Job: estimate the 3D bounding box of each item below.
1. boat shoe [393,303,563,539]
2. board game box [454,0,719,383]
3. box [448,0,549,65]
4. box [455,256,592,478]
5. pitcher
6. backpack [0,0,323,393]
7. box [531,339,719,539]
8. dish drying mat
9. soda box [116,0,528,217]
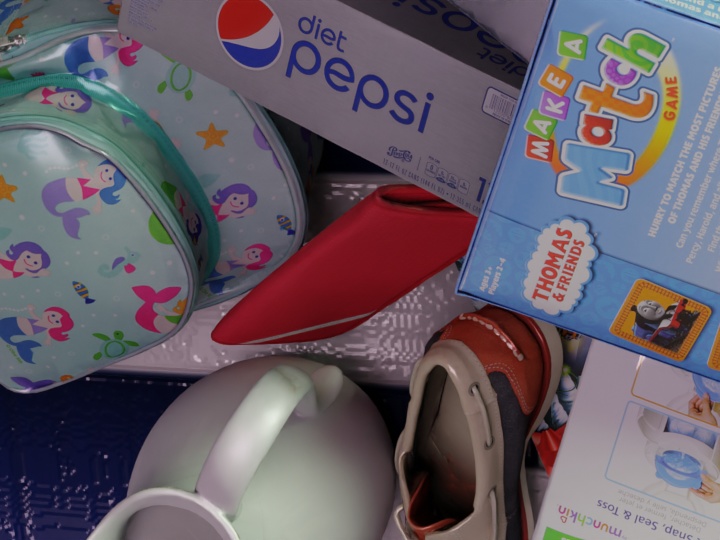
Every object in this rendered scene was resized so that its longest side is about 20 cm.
[{"bbox_3d":[0.045,0.100,1.032,0.071,0.062,0.201,34,136,25],"label":"boat shoe"},{"bbox_3d":[0.148,-0.023,0.794,0.199,0.037,0.152,19,130,2],"label":"board game box"},{"bbox_3d":[0.124,-0.191,0.862,0.117,0.200,0.197,38,115,7],"label":"box"},{"bbox_3d":[0.153,0.008,1.000,0.199,0.040,0.138,-21,98,26],"label":"box"},{"bbox_3d":[-0.046,0.095,1.016,0.121,0.200,0.172,37,115,7],"label":"pitcher"},{"bbox_3d":[-0.122,-0.049,1.031,0.199,0.151,0.178,-20,120,17],"label":"backpack"},{"bbox_3d":[0.149,0.057,0.931,0.101,0.112,0.201,20,110,14],"label":"box"},{"bbox_3d":[0.000,0.000,0.988,0.200,0.076,0.018,145,120,-60],"label":"dish drying mat"},{"bbox_3d":[0.000,-0.096,0.917,0.199,0.068,0.064,28,126,19],"label":"soda box"}]
